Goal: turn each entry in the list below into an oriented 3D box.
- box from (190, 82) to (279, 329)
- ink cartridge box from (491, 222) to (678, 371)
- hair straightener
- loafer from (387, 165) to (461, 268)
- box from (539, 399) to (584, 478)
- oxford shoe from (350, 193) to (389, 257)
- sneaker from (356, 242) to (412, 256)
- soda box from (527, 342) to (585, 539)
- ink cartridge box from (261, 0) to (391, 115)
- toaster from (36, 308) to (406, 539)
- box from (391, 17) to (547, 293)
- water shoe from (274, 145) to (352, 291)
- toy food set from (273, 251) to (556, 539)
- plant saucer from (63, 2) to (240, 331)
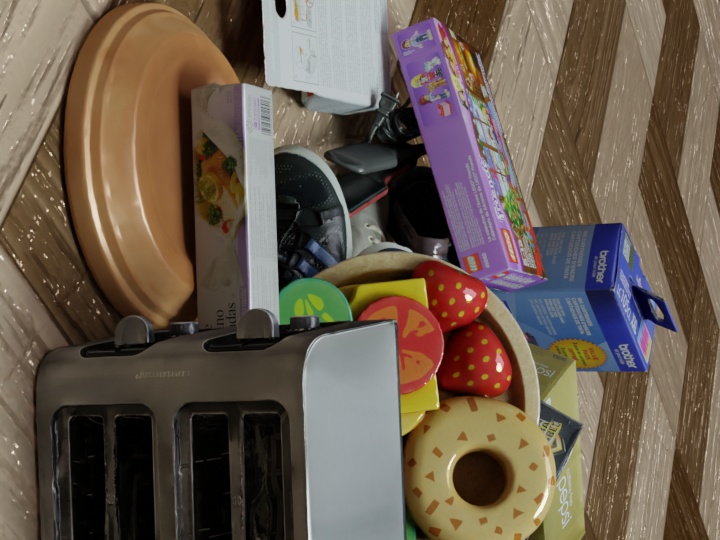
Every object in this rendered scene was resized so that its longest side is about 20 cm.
[{"bbox_3d":[-0.074,-0.011,0.989,0.041,0.038,0.202,2,85,-65],"label":"box"},{"bbox_3d":[0.181,0.026,1.464,0.137,0.198,0.077,57,37,-48],"label":"ink cartridge box"},{"bbox_3d":[0.027,-0.096,1.242,0.200,0.041,0.078,-26,138,-59],"label":"hair straightener"},{"bbox_3d":[0.056,-0.040,1.288,0.201,0.071,0.064,-88,-178,-60],"label":"loafer"},{"bbox_3d":[0.079,0.223,1.184,0.200,0.049,0.199,-54,165,-40],"label":"box"},{"bbox_3d":[0.000,0.000,1.229,0.076,0.057,0.201,63,30,-34],"label":"oxford shoe"},{"bbox_3d":[0.005,0.084,1.125,0.076,0.080,0.202,6,108,-31],"label":"sneaker"},{"bbox_3d":[0.130,0.151,1.290,0.064,0.067,0.201,-47,142,-35],"label":"soda box"},{"bbox_3d":[-0.040,-0.200,1.186,0.199,0.050,0.164,-1,88,-62],"label":"ink cartridge box"},{"bbox_3d":[-0.074,0.123,0.896,0.118,0.179,0.202,2,86,-61],"label":"toaster"},{"bbox_3d":[0.088,-0.085,1.282,0.137,0.039,0.202,9,63,-71],"label":"box"},{"bbox_3d":[-0.048,0.013,1.087,0.079,0.071,0.202,21,68,-74],"label":"water shoe"},{"bbox_3d":[0.022,0.088,1.035,0.049,0.196,0.202,161,-78,-78],"label":"toy food set"},{"bbox_3d":[-0.112,-0.064,1.005,0.200,0.037,0.202,-3,90,-67],"label":"plant saucer"}]
